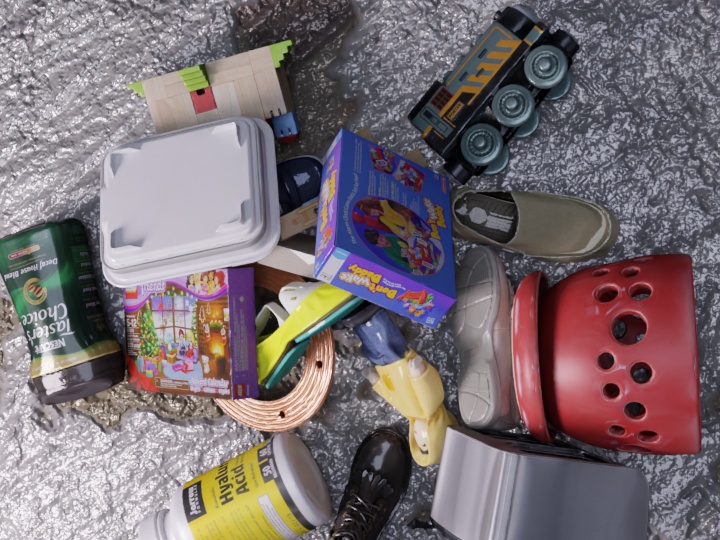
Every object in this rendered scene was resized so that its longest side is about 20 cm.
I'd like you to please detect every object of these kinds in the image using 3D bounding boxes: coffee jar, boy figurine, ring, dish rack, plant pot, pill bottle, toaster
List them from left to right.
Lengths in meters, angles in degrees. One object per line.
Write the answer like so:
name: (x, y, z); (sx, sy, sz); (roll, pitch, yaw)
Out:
coffee jar: (-0.342, 0.048, 1.327); (0.104, 0.085, 0.201); (-18, 90, 9)
dish rack: (-0.187, -0.079, 1.214); (0.199, 0.044, 0.173); (-12, 65, 12)
pill bottle: (-0.141, 0.271, 1.292); (0.199, 0.111, 0.112); (-29, 88, 8)
ring: (-0.109, 0.081, 1.296); (0.199, 0.019, 0.202); (6, 102, 31)
boy figurine: (0.042, 0.122, 1.266); (0.064, 0.124, 0.201); (-35, 103, -28)
toaster: (0.171, 0.236, 1.187); (0.199, 0.181, 0.120); (9, 88, -16)
plant pot: (0.254, 0.089, 1.188); (0.181, 0.200, 0.202); (-5, 91, 16)

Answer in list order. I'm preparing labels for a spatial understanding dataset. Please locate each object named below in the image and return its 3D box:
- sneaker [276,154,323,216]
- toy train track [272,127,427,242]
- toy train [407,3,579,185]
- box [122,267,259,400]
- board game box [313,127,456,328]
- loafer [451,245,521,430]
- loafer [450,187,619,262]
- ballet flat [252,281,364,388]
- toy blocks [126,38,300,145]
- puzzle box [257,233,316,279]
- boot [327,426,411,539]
sneaker: (-0.129, -0.067, 1.279); (0.199, 0.108, 0.070); (-28, 86, 9)
toy train track: (-0.014, -0.081, 1.263); (0.199, 0.033, 0.115); (-28, 89, -27)
toy train: (0.143, -0.191, 1.253); (0.114, 0.085, 0.200); (41, 97, 15)
box: (-0.190, 0.066, 1.273); (0.199, 0.039, 0.138); (-2, 91, 46)
board game box: (0.026, -0.047, 1.173); (0.134, 0.201, 0.045); (24, 126, -17)
loafer: (0.142, 0.075, 1.265); (0.072, 0.063, 0.202); (-19, 64, 48)
loafer: (0.180, -0.049, 1.255); (0.198, 0.068, 0.076); (6, 93, 8)
ballet flat: (-0.068, 0.052, 1.201); (0.067, 0.067, 0.200); (53, 133, 9)
toy blocks: (-0.149, -0.166, 1.297); (0.199, 0.100, 0.138); (-14, 101, 9)
puzzle box: (0.000, 0.000, 1.251); (0.199, 0.133, 0.026); (16, 99, 8)
boot: (-0.003, 0.275, 1.240); (0.069, 0.174, 0.201); (19, 95, 7)
